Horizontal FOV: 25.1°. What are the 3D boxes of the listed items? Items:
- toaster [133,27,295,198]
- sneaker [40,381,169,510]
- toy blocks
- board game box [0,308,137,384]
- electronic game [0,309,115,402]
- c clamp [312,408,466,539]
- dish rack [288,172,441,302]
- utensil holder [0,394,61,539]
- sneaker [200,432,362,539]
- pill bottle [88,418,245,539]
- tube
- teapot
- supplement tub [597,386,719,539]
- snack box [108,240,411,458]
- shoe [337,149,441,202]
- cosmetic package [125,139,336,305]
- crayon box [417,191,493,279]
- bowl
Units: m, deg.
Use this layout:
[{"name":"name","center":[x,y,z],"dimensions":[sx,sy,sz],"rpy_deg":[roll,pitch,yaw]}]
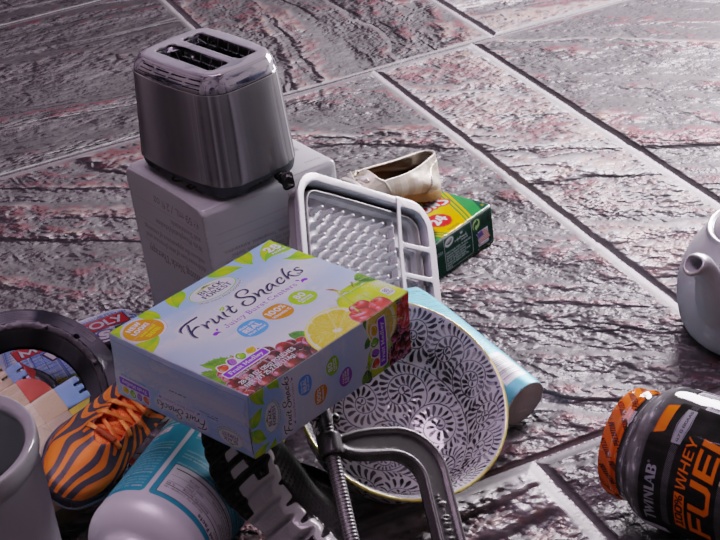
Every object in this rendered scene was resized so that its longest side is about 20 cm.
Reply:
[{"name":"toaster","center":[-0.146,-0.160,1.621],"dimensions":[0.113,0.130,0.199],"rpy_deg":[-28,35,-31]},{"name":"sneaker","center":[-0.209,0.117,1.426],"dimensions":[0.077,0.112,0.200],"rpy_deg":[35,44,1]},{"name":"toy blocks","center":[-0.296,0.155,1.476],"dimensions":[0.136,0.100,0.200],"rpy_deg":[-32,72,-31]},{"name":"board game box","center":[-0.301,0.095,1.692],"dimensions":[0.199,0.062,0.200],"rpy_deg":[-23,32,-24]},{"name":"electronic game","center":[-0.321,0.132,1.545],"dimensions":[0.198,0.042,0.202],"rpy_deg":[3,68,-8]},{"name":"c clamp","center":[0.008,0.200,1.341],"dimensions":[0.170,0.027,0.201],"rpy_deg":[-2,58,-30]},{"name":"dish rack","center":[0.000,0.000,1.646],"dimensions":[0.043,0.173,0.199],"rpy_deg":[-21,-25,40]},{"name":"utensil holder","center":[-0.325,0.228,1.312],"dimensions":[0.168,0.201,0.170],"rpy_deg":[-6,29,3]},{"name":"sneaker","center":[-0.061,0.189,1.375],"dimensions":[0.066,0.201,0.090],"rpy_deg":[-41,-10,27]},{"name":"pill bottle","center":[-0.162,0.211,1.392],"dimensions":[0.110,0.112,0.200],"rpy_deg":[5,31,23]},{"name":"tube","center":[0.093,0.071,1.581],"dimensions":[0.077,0.051,0.200],"rpy_deg":[5,30,-50]},{"name":"teapot","center":[0.409,-0.013,1.611],"dimensions":[0.196,0.147,0.200],"rpy_deg":[-5,28,5]},{"name":"supplement tub","center":[0.304,0.169,1.333],"dimensions":[0.199,0.123,0.122],"rpy_deg":[16,36,38]},{"name":"snack box","center":[-0.083,0.060,1.364],"dimensions":[0.168,0.068,0.199],"rpy_deg":[20,36,37]},{"name":"shoe","center":[0.014,-0.097,1.810],"dimensions":[0.199,0.054,0.070],"rpy_deg":[-14,32,-42]},{"name":"cosmetic package","center":[-0.125,-0.025,1.717],"dimensions":[0.166,0.201,0.167],"rpy_deg":[-24,32,-28]},{"name":"crayon box","center":[0.039,-0.051,1.878],"dimensions":[0.199,0.051,0.127],"rpy_deg":[17,37,38]},{"name":"bowl","center":[0.026,0.135,1.464],"dimensions":[0.199,0.094,0.202],"rpy_deg":[8,56,-12]}]
